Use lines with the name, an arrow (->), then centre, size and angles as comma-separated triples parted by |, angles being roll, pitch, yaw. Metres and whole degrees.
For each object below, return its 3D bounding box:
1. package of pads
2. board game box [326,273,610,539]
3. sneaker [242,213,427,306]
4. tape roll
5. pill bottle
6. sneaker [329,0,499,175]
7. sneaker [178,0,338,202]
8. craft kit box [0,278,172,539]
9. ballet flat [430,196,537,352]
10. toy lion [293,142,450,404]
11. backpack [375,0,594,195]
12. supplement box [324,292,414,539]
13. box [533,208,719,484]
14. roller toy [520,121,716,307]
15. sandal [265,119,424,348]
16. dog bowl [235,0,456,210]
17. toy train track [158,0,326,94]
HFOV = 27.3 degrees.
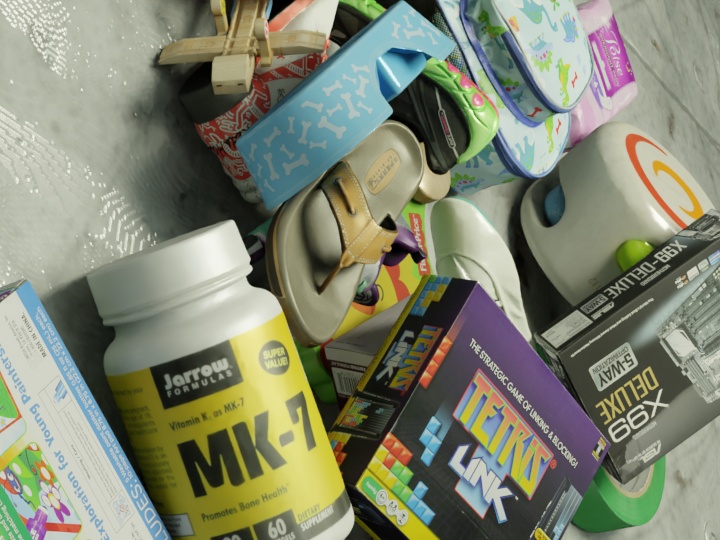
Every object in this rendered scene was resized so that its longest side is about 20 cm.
package of pads -> 0.213, -0.198, 1.517 | 0.200, 0.075, 0.121 | -37, 110, -56
board game box -> 0.074, 0.129, 1.018 | 0.200, 0.056, 0.166 | 48, 65, -35
sneaker -> -0.030, -0.001, 1.007 | 0.200, 0.074, 0.088 | -36, 89, -38
tape roll -> 0.228, 0.146, 1.417 | 0.200, 0.048, 0.202 | 30, 53, -49
pill bottle -> -0.087, 0.080, 0.892 | 0.114, 0.114, 0.202 | -30, 101, -57
sneaker -> 0.017, -0.148, 1.139 | 0.200, 0.084, 0.077 | 45, 10, 30
sneaker -> -0.053, -0.133, 1.084 | 0.108, 0.067, 0.202 | 60, 38, -23
craft kit box -> -0.193, 0.139, 0.768 | 0.201, 0.048, 0.198 | 64, 31, -16
ballet flat -> 0.100, 0.031, 1.236 | 0.070, 0.069, 0.201 | -70, 146, -43
toy lion -> 0.000, 0.000, 1.121 | 0.191, 0.068, 0.202 | 3, 74, -49
backpack -> 0.115, -0.177, 1.288 | 0.183, 0.146, 0.201 | -50, 121, -51
supplement box -> 0.050, 0.127, 1.076 | 0.108, 0.061, 0.202 | -29, 114, -38
box -> 0.268, 0.067, 1.298 | 0.158, 0.199, 0.050 | 60, -9, -27
roller toy -> 0.249, -0.035, 1.418 | 0.199, 0.140, 0.183 | -4, 58, -57
sandal -> 0.001, -0.034, 0.972 | 0.082, 0.054, 0.200 | 56, 45, -19
dog bowl -> -0.012, -0.116, 0.993 | 0.050, 0.111, 0.200 | 50, 43, -9
toy train track -> -0.079, -0.187, 1.032 | 0.201, 0.114, 0.033 | -84, 169, -53
